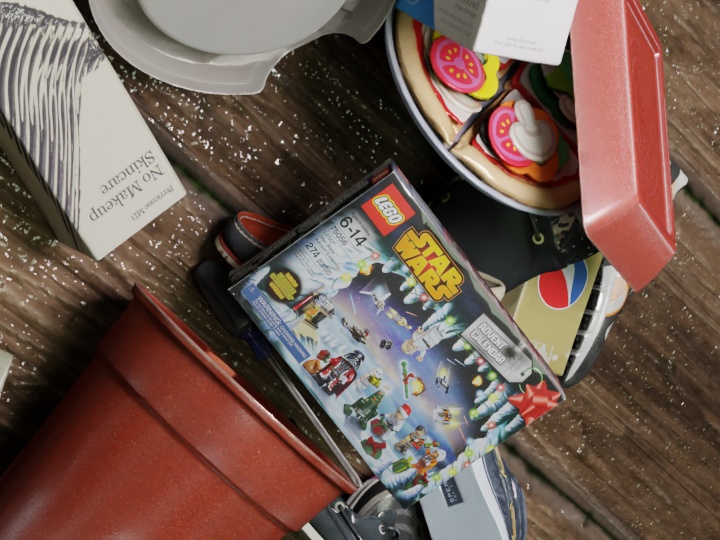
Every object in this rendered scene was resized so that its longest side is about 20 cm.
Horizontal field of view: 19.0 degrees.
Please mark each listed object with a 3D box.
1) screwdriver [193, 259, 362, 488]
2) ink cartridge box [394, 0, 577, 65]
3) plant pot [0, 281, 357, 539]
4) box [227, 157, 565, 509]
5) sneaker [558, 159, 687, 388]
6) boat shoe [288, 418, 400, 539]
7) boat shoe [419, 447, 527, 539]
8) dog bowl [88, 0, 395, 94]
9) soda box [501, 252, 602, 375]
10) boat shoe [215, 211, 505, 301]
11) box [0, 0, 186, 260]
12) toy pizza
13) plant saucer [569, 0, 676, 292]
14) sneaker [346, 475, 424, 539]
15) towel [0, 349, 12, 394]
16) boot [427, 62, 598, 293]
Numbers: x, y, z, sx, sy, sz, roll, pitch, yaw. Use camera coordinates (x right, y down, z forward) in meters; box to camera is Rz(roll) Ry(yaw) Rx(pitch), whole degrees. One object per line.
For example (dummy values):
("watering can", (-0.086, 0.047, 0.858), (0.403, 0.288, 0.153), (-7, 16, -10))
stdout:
("screwdriver", (-0.054, 0.071, 1.449), (0.028, 0.200, 0.029), (-27, 158, -20))
("ink cartridge box", (0.097, -0.240, 1.331), (0.067, 0.116, 0.200), (6, 107, -28))
("plant pot", (-0.141, 0.146, 1.412), (0.195, 0.201, 0.201), (-47, 122, -2))
("box", (0.025, 0.044, 1.438), (0.137, 0.040, 0.200), (-36, 105, 8))
("sneaker", (0.193, -0.003, 1.631), (0.080, 0.074, 0.200), (18, 95, -36))
("boat shoe", (-0.006, 0.185, 1.524), (0.066, 0.075, 0.199), (-43, 81, -14))
("boat shoe", (0.068, 0.131, 1.600), (0.071, 0.091, 0.200), (-16, 90, 17))
("dog bowl", (-0.075, -0.203, 1.368), (0.200, 0.059, 0.200), (-6, 140, -5))
("soda box", (0.139, -0.029, 1.593), (0.064, 0.068, 0.200), (17, 94, -34))
("boat shoe", (0.000, 0.000, 1.478), (0.200, 0.071, 0.063), (23, 119, -3))
("box", (-0.198, -0.111, 1.368), (0.082, 0.068, 0.200), (-40, 119, -16))
("toy pizza", (0.099, -0.130, 1.441), (0.200, 0.032, 0.200), (25, 49, -31))
("plant saucer", (0.180, -0.102, 1.456), (0.200, 0.037, 0.200), (37, 49, -70))
("sneaker", (0.016, 0.251, 1.584), (0.074, 0.087, 0.200), (10, 98, -32))
("towel", (-0.326, 0.110, 1.303), (0.200, 0.035, 0.193), (19, 64, -11))
("boot", (0.075, -0.071, 1.531), (0.154, 0.073, 0.204), (-33, 81, 15))
